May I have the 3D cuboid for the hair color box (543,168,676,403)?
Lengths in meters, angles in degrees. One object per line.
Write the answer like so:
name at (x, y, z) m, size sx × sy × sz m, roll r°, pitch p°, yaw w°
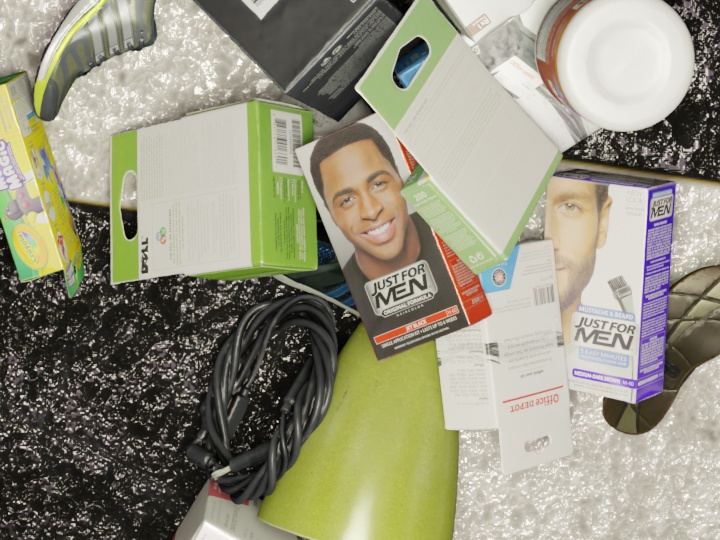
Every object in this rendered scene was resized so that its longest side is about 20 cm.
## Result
hair color box at (0.227, 0.013, 1.749) m, size 0.108 × 0.065 × 0.202 m, roll 10°, pitch 103°, yaw 35°

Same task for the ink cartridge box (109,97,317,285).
ink cartridge box at (-0.138, -0.066, 1.717) m, size 0.199 × 0.075 × 0.150 m, roll -7°, pitch 81°, yaw 41°

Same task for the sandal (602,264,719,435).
sandal at (0.302, 0.071, 1.796) m, size 0.081 × 0.055 × 0.201 m, roll 31°, pitch 114°, yaw -1°

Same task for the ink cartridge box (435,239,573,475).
ink cartridge box at (0.129, 0.078, 1.723) m, size 0.067 × 0.115 × 0.202 m, roll -4°, pitch 93°, yaw 43°

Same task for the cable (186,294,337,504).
cable at (-0.087, 0.114, 1.743) m, size 0.051 × 0.163 × 0.201 m, roll 31°, pitch 94°, yaw -33°

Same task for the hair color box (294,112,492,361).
hair color box at (0.029, -0.034, 1.649) m, size 0.101 × 0.061 × 0.202 m, roll -22°, pitch 89°, yaw 26°

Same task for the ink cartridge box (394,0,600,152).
ink cartridge box at (0.150, -0.177, 1.721) m, size 0.199 × 0.084 × 0.146 m, roll -32°, pitch 101°, yaw 5°

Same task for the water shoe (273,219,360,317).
water shoe at (0.000, 0.000, 1.738) m, size 0.198 × 0.079 × 0.072 m, roll 14°, pitch 69°, yaw 4°

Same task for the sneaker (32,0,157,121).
sneaker at (-0.231, -0.216, 1.713) m, size 0.081 × 0.074 × 0.201 m, roll 33°, pitch 101°, yaw -11°

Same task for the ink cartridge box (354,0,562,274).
ink cartridge box at (0.077, -0.118, 1.612) m, size 0.200 × 0.146 × 0.048 m, roll 46°, pitch 139°, yaw -16°

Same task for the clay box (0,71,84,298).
clay box at (-0.304, -0.075, 1.717) m, size 0.047 × 0.115 × 0.202 m, roll -14°, pitch 101°, yaw 2°

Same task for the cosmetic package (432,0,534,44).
cosmetic package at (0.105, -0.268, 1.641) m, size 0.106 × 0.200 × 0.090 m, roll -37°, pitch 101°, yaw 2°

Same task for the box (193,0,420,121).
box at (-0.067, -0.244, 1.619) m, size 0.117 × 0.200 × 0.197 m, roll -46°, pitch 79°, yaw 8°

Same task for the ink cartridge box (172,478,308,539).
ink cartridge box at (-0.078, 0.292, 1.781) m, size 0.199 × 0.146 × 0.085 m, roll 31°, pitch 100°, yaw -8°

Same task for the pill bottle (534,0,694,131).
pill bottle at (0.206, -0.182, 1.577) m, size 0.111 × 0.200 × 0.113 m, roll 0°, pitch 101°, yaw -2°

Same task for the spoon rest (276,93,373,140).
spoon rest at (0.004, -0.109, 1.721) m, size 0.199 × 0.061 × 0.100 m, roll 28°, pitch 69°, yaw 20°

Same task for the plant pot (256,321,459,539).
plant pot at (0.018, 0.157, 1.751) m, size 0.185 × 0.187 × 0.202 m, roll 16°, pitch 87°, yaw -4°
